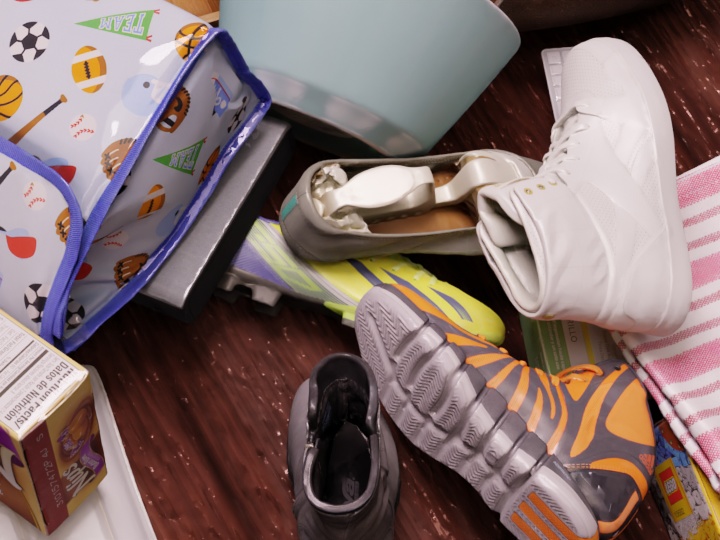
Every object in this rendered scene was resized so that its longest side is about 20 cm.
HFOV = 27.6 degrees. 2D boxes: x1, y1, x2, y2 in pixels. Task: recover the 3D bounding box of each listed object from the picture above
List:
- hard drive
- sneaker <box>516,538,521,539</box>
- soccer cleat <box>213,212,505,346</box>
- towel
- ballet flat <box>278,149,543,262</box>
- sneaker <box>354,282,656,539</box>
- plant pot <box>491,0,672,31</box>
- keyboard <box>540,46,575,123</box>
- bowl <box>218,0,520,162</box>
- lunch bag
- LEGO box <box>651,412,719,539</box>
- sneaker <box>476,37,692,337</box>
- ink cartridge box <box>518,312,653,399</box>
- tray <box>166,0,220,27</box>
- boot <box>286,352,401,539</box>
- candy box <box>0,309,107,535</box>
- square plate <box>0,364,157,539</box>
[{"bbox_3d":[-0.160,-0.062,0.910,0.200,0.033,0.140,20,65,17],"label":"hard drive"},{"bbox_3d":[0.048,0.191,0.854,0.200,0.070,0.109,21,68,-6],"label":"sneaker"},{"bbox_3d":[0.000,0.000,0.922,0.200,0.065,0.084,16,77,-1],"label":"soccer cleat"},{"bbox_3d":[0.227,0.027,0.899,0.146,0.030,0.200,-22,65,-18],"label":"towel"},{"bbox_3d":[0.050,-0.044,0.896,0.200,0.064,0.067,-8,67,-19],"label":"ballet flat"},{"bbox_3d":[0.091,0.072,0.868,0.112,0.078,0.200,-34,77,-37],"label":"sneaker"},{"bbox_3d":[0.157,-0.248,1.008,0.200,0.187,0.187,0,67,-26],"label":"plant pot"},{"bbox_3d":[0.163,-0.061,0.961,0.056,0.011,0.200,-3,66,-11],"label":"keyboard"},{"bbox_3d":[-0.010,-0.134,0.926,0.201,0.201,0.105,22,85,-1],"label":"bowl"},{"bbox_3d":[-0.179,-0.072,0.833,0.170,0.124,0.200,30,82,22],"label":"lunch bag"},{"bbox_3d":[0.295,0.141,0.914,0.200,0.077,0.149,-15,72,-16],"label":"LEGO box"},{"bbox_3d":[0.123,-0.060,0.869,0.115,0.074,0.200,5,61,-23],"label":"sneaker"},{"bbox_3d":[0.202,0.011,0.968,0.200,0.048,0.146,-5,69,-10],"label":"ink cartridge box"},{"bbox_3d":[-0.169,-0.237,1.007,0.099,0.037,0.200,-19,74,-17],"label":"tray"},{"bbox_3d":[-0.007,0.093,0.816,0.070,0.132,0.200,-5,37,-6],"label":"boot"},{"bbox_3d":[-0.235,0.050,0.810,0.200,0.117,0.056,34,59,18],"label":"candy box"},{"bbox_3d":[-0.216,0.169,0.838,0.200,0.028,0.198,-19,72,-16],"label":"square plate"}]
